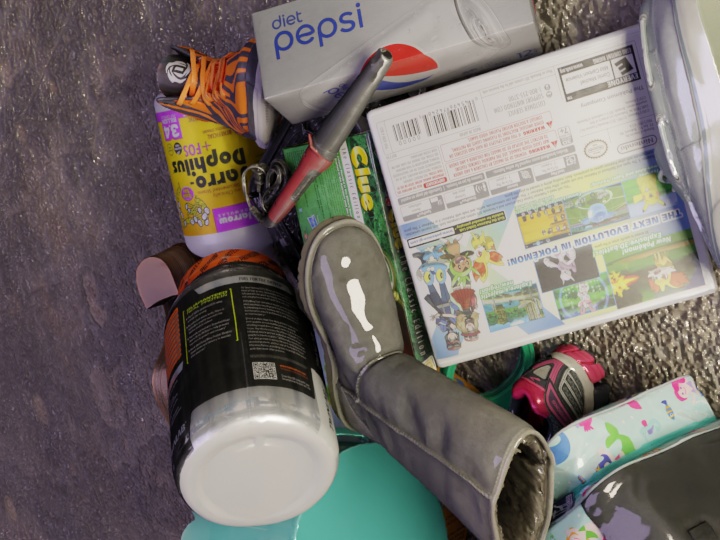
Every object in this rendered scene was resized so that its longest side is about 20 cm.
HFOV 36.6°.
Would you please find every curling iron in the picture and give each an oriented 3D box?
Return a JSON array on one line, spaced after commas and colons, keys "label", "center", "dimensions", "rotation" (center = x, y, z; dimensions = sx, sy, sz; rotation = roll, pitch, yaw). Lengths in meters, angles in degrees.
[{"label": "curling iron", "center": [-0.035, -0.093, 0.781], "dimensions": [0.050, 0.025, 0.200], "rotation": [59, 139, 10]}]

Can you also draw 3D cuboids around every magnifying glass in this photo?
[{"label": "magnifying glass", "center": [0.104, 0.122, 0.902], "dimensions": [0.022, 0.078, 0.203], "rotation": [-124, 24, -53]}]

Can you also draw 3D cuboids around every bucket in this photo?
[{"label": "bucket", "center": [-0.031, 0.234, 0.901], "dimensions": [0.134, 0.206, 0.211], "rotation": [-11, 97, 45]}]

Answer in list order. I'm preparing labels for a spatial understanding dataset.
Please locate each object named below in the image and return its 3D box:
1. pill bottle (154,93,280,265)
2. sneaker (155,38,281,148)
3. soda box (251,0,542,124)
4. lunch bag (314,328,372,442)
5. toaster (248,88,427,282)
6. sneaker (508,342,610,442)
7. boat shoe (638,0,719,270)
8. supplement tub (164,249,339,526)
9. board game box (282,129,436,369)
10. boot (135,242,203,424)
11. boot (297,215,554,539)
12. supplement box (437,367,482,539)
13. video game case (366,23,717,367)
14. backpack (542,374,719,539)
[{"label": "pill bottle", "center": [-0.132, -0.083, 1.071], "dimensions": [0.103, 0.103, 0.204], "rotation": [0, 106, 50]}, {"label": "sneaker", "center": [-0.120, -0.153, 0.911], "dimensions": [0.200, 0.110, 0.079], "rotation": [128, 159, -80]}, {"label": "soda box", "center": [0.026, -0.168, 0.773], "dimensions": [0.196, 0.063, 0.070], "rotation": [-13, 78, 13]}, {"label": "lunch bag", "center": [-0.037, 0.106, 1.051], "dimensions": [0.199, 0.082, 0.163], "rotation": [-16, 94, 53]}, {"label": "toaster", "center": [0.008, -0.053, 0.897], "dimensions": [0.182, 0.117, 0.201], "rotation": [57, 140, 18]}, {"label": "sneaker", "center": [0.137, 0.155, 0.863], "dimensions": [0.080, 0.074, 0.203], "rotation": [27, 126, 41]}, {"label": "boat shoe", "center": [0.219, -0.082, 0.676], "dimensions": [0.071, 0.069, 0.205], "rotation": [-8, 95, 62]}, {"label": "supplement tub", "center": [-0.089, 0.083, 0.836], "dimensions": [0.202, 0.120, 0.124], "rotation": [-105, 24, -49]}, {"label": "board game box", "center": [0.000, 0.000, 0.816], "dimensions": [0.104, 0.023, 0.204], "rotation": [0, 105, 51]}, {"label": "boot", "center": [-0.159, 0.070, 1.127], "dimensions": [0.076, 0.155, 0.203], "rotation": [-21, 88, 20]}, {"label": "boot", "center": [0.039, 0.072, 0.702], "dimensions": [0.200, 0.072, 0.185], "rotation": [37, 146, 57]}, {"label": "supplement box", "center": [0.061, 0.192, 0.980], "dimensions": [0.068, 0.066, 0.203], "rotation": [30, 127, 40]}, {"label": "video game case", "center": [0.122, -0.048, 0.739], "dimensions": [0.197, 0.022, 0.186], "rotation": [-16, 94, 10]}, {"label": "backpack", "center": [0.180, 0.178, 0.738], "dimensions": [0.152, 0.175, 0.201], "rotation": [56, 145, 28]}]
